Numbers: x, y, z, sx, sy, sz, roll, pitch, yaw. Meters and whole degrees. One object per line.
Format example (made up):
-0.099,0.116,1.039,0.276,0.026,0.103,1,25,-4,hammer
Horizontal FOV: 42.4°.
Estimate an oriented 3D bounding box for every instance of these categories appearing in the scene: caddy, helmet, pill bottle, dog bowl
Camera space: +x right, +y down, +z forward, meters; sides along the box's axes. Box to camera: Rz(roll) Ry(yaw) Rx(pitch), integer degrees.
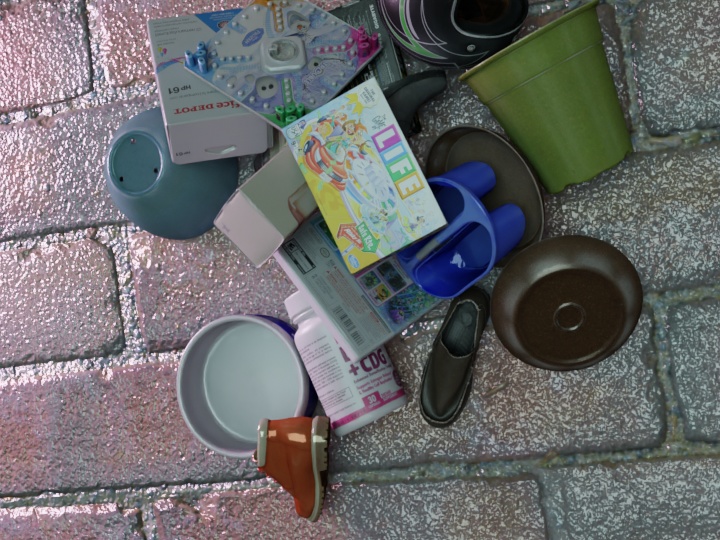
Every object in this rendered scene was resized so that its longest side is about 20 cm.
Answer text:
0.117,-0.048,1.204,0.142,0.104,0.200,54,145,5,caddy
0.116,-0.361,1.209,0.197,0.201,0.193,-7,126,16,helmet
-0.024,0.115,1.285,0.112,0.113,0.202,-27,83,14,pill bottle
-0.161,0.165,1.343,0.197,0.079,0.204,0,89,16,dog bowl

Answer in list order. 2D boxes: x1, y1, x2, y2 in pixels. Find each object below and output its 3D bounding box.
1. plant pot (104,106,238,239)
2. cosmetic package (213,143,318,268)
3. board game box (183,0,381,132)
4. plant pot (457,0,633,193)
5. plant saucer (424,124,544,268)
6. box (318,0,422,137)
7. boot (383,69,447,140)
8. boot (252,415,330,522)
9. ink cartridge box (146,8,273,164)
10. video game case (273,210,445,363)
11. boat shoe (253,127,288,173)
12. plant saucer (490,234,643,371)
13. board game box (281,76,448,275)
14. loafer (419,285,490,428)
-0.294,-0.148,1.354,0.197,0.135,0.204,0,90,16,plant pot
-0.086,-0.109,1.214,0.087,0.200,0.103,46,146,-4,cosmetic package
-0.104,-0.296,1.251,0.199,0.026,0.200,33,64,18,board game box
0.254,-0.209,1.186,0.198,0.200,0.192,-27,96,14,plant pot
0.168,-0.101,1.223,0.199,0.034,0.203,32,138,35,plant saucer
-0.014,-0.270,1.318,0.158,0.049,0.203,-17,85,18,box
0.052,-0.172,1.220,0.198,0.070,0.133,-29,88,-18,boot
-0.095,0.273,1.283,0.105,0.076,0.202,2,130,1,boot
-0.210,-0.259,1.293,0.142,0.085,0.202,-11,61,-11,ink cartridge box
0.000,0.000,1.266,0.181,0.024,0.201,-32,78,-31,video game case
-0.122,-0.155,1.340,0.064,0.072,0.204,-1,87,22,boat shoe
0.267,0.053,1.194,0.197,0.037,0.203,1,116,3,plant saucer
0.005,-0.115,1.139,0.133,0.034,0.202,-27,84,7,board game box
0.121,0.118,1.266,0.072,0.071,0.203,15,94,15,loafer
